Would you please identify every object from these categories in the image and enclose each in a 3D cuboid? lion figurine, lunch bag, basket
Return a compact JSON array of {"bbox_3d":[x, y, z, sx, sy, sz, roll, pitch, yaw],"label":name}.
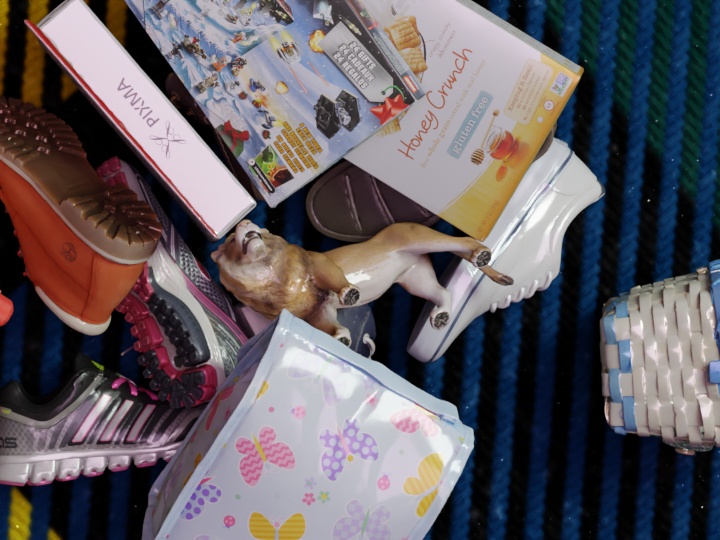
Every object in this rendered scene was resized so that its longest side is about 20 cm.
[{"bbox_3d":[0.000,0.000,1.580,0.198,0.122,0.073,-7,117,-29],"label":"lion figurine"},{"bbox_3d":[-0.035,0.143,1.524,0.169,0.127,0.201,28,113,-12],"label":"lunch bag"},{"bbox_3d":[0.279,0.062,1.624,0.198,0.176,0.141,-10,93,11],"label":"basket"}]

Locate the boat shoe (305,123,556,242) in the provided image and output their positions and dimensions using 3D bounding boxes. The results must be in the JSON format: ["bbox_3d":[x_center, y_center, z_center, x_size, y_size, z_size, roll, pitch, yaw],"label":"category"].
[{"bbox_3d":[0.056,-0.078,1.641,0.198,0.068,0.072,-19,103,11],"label":"boat shoe"}]

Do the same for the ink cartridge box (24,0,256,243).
[{"bbox_3d":[-0.154,-0.108,1.551,0.045,0.176,0.200,-41,94,-4],"label":"ink cartridge box"}]

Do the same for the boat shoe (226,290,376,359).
[{"bbox_3d":[-0.017,0.083,1.630,0.092,0.075,0.201,-28,97,-15],"label":"boat shoe"}]

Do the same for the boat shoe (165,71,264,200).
[{"bbox_3d":[-0.111,-0.146,1.624,0.071,0.072,0.202,-12,104,23],"label":"boat shoe"}]

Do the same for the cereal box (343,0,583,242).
[{"bbox_3d":[0.041,-0.133,1.574,0.199,0.040,0.145,30,108,2],"label":"cereal box"}]

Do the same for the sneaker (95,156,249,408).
[{"bbox_3d":[-0.146,0.008,1.606,0.074,0.081,0.201,-12,70,-47],"label":"sneaker"}]

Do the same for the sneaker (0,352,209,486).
[{"bbox_3d":[-0.180,0.100,1.606,0.198,0.074,0.088,-11,93,-6],"label":"sneaker"}]

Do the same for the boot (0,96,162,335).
[{"bbox_3d":[-0.233,-0.042,1.582,0.200,0.075,0.108,46,128,27],"label":"boot"}]

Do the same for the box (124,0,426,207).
[{"bbox_3d":[-0.065,-0.166,1.548,0.136,0.040,0.201,-34,93,19],"label":"box"}]

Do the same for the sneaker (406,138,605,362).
[{"bbox_3d":[0.113,-0.005,1.646,0.071,0.073,0.201,37,86,-4],"label":"sneaker"}]

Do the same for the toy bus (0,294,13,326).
[{"bbox_3d":[-0.327,-0.030,1.564,0.191,0.136,0.201,30,84,-20],"label":"toy bus"}]
